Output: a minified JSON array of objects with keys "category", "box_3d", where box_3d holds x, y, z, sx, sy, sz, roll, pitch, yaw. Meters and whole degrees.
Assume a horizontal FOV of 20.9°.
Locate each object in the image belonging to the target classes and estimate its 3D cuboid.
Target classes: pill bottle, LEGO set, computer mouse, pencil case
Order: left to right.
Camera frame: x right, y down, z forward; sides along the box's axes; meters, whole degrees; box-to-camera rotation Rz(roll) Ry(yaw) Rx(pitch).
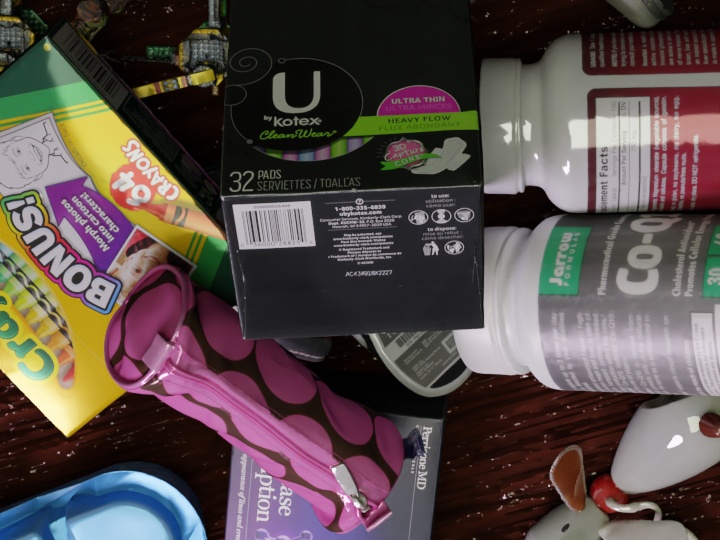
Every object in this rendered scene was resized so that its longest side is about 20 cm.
[{"category":"LEGO set","box_3d":[-0.164,-0.177,1.222,0.200,0.116,0.154,12,106,3]},{"category":"pencil case","box_3d":[-0.061,0.082,1.186,0.200,0.094,0.091,36,112,-27]},{"category":"computer mouse","box_3d":[0.000,0.000,1.285,0.110,0.044,0.200,-41,102,-19]},{"category":"pill bottle","box_3d":[0.165,0.021,1.225,0.200,0.113,0.113,0,106,25]},{"category":"pill bottle","box_3d":[0.175,-0.093,1.215,0.200,0.113,0.113,-1,105,6]}]

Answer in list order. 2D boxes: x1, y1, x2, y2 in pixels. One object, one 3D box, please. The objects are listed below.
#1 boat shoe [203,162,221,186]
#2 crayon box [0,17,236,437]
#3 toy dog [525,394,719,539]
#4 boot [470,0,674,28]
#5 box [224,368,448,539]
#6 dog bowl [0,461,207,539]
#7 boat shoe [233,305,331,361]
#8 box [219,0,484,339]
[{"category":"boat shoe","box_3d":[-0.176,-0.030,1.287,0.200,0.075,0.062,-8,106,6]},{"category":"crayon box","box_3d":[-0.183,-0.024,1.217,0.172,0.058,0.200,-38,103,15]},{"category":"toy dog","box_3d":[0.191,0.136,1.283,0.132,0.096,0.200,20,106,0]},{"category":"boot","box_3d":[0.088,-0.192,1.228,0.200,0.068,0.131,43,109,2]},{"category":"box","box_3d":[-0.020,0.173,1.326,0.141,0.079,0.200,5,105,2]},{"category":"dog bowl","box_3d":[-0.197,0.199,1.364,0.200,0.050,0.112,-22,102,12]},{"category":"boat shoe","box_3d":[-0.115,0.044,1.300,0.200,0.071,0.063,7,91,10]},{"category":"box","box_3d":[-0.003,-0.075,1.159,0.148,0.200,0.124,-2,137,2]}]
